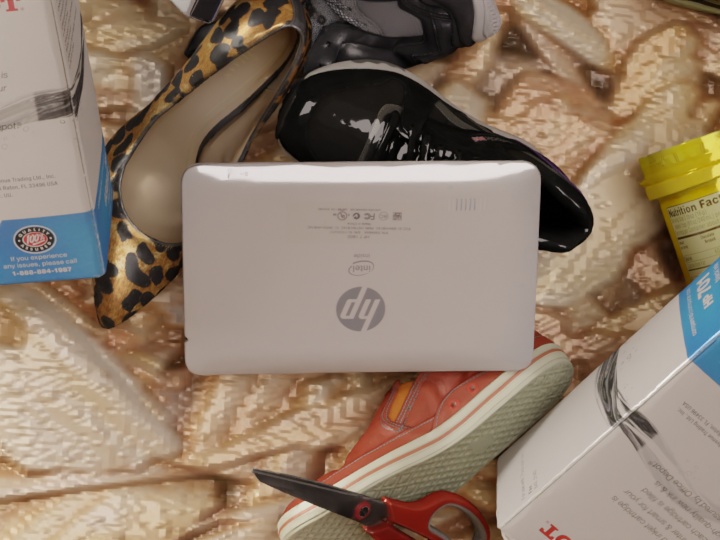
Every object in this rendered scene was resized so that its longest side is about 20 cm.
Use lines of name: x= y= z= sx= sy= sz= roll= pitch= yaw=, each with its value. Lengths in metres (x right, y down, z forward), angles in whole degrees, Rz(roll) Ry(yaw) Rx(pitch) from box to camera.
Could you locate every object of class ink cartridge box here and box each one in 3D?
ink cartridge box: x=0.195 y=0.108 z=1.408 sx=0.146 sy=0.086 sz=0.200 roll=39 pitch=114 yaw=-18
ink cartridge box: x=-0.217 y=-0.093 z=1.310 sx=0.144 sy=0.084 sz=0.201 roll=-4 pitch=128 yaw=3

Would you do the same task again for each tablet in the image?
tablet: x=0.000 y=0.000 z=1.386 sx=0.199 sy=0.014 sz=0.131 roll=0 pitch=115 yaw=-2

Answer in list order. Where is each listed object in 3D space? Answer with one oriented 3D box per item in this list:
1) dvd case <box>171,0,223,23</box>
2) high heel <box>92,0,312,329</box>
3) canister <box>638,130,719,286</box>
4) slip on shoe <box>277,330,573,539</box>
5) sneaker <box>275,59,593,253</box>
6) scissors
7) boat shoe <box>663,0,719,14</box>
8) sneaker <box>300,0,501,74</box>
dvd case: x=-0.080 y=-0.259 z=1.370 sx=0.025 sy=0.150 sz=0.201 roll=12 pitch=114 yaw=-41
high heel: x=-0.092 y=-0.062 z=1.379 sx=0.071 sy=0.142 sz=0.201 roll=26 pitch=77 yaw=-20
canister: x=0.269 y=0.003 z=1.500 sx=0.148 sy=0.087 sz=0.201 roll=-19 pitch=90 yaw=-15
slip on shoe: x=0.032 y=0.097 z=1.443 sx=0.200 sy=0.074 sz=0.061 roll=-37 pitch=59 yaw=-10
sneaker: x=0.050 y=-0.063 z=1.415 sx=0.199 sy=0.088 sz=0.076 roll=17 pitch=101 yaw=-30
scissors: x=0.010 y=0.131 z=1.397 sx=0.073 sy=0.014 sz=0.200 roll=-49 pitch=135 yaw=-5
boat shoe: x=0.274 y=-0.180 z=1.525 sx=0.201 sy=0.075 sz=0.075 roll=2 pitch=90 yaw=-14
sneaker: x=-0.011 y=-0.171 z=1.414 sx=0.114 sy=0.076 sz=0.200 roll=-38 pitch=130 yaw=12
